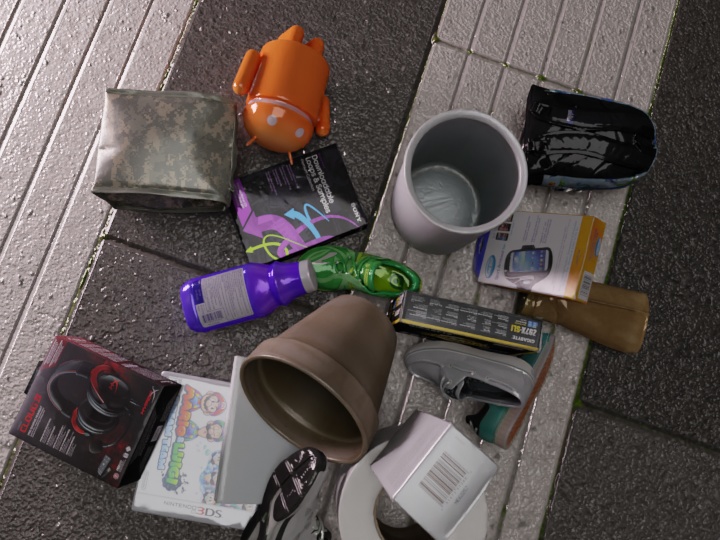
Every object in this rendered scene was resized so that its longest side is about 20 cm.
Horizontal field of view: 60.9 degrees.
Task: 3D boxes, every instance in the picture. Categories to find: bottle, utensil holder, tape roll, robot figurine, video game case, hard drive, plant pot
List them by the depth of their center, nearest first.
[{"bbox_3d":[-0.036,0.133,0.846,0.199,0.200,0.174,38,52,2],"label":"plant pot"},{"bbox_3d":[0.065,0.328,0.862,0.200,0.139,0.206,1,82,-5],"label":"tape roll"},{"bbox_3d":[-0.134,0.234,0.894,0.130,0.026,0.203,11,81,-25],"label":"hard drive"},{"bbox_3d":[0.133,-0.116,0.903,0.167,0.200,0.172,1,81,-4],"label":"utensil holder"},{"bbox_3d":[-0.163,0.031,0.905,0.197,0.065,0.085,-16,87,8],"label":"bottle"},{"bbox_3d":[-0.226,0.265,0.907,0.180,0.024,0.203,11,81,-3],"label":"video game case"},{"bbox_3d":[-0.113,-0.271,0.949,0.115,0.144,0.203,11,79,19],"label":"robot figurine"}]

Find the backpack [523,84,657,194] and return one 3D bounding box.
[{"bbox_3d":[0.363,-0.199,0.973,0.197,0.154,0.165,2,78,18],"label":"backpack"}]

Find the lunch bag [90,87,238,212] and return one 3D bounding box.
[{"bbox_3d":[-0.280,-0.176,0.921,0.197,0.118,0.166,3,80,1],"label":"lunch bag"}]

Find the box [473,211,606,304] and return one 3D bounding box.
[{"bbox_3d":[0.259,-0.026,0.922,0.041,0.199,0.121,17,87,-37],"label":"box"}]

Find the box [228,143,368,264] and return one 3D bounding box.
[{"bbox_3d":[-0.103,-0.100,0.965,0.198,0.036,0.145,-22,84,-9],"label":"box"}]

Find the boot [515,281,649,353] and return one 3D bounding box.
[{"bbox_3d":[0.359,0.021,0.973,0.197,0.066,0.177,15,89,-3],"label":"boot"}]

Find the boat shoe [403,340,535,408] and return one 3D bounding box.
[{"bbox_3d":[0.150,0.158,0.892,0.198,0.073,0.069,11,43,23],"label":"boat shoe"}]

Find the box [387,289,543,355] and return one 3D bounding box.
[{"bbox_3d":[0.143,0.080,0.895,0.197,0.160,0.050,13,81,-3],"label":"box"}]

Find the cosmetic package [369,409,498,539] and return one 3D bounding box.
[{"bbox_3d":[0.077,0.227,0.707,0.074,0.200,0.102,42,81,3],"label":"cosmetic package"}]

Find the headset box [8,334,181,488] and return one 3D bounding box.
[{"bbox_3d":[-0.381,0.191,0.868,0.198,0.075,0.150,23,83,8],"label":"headset box"}]

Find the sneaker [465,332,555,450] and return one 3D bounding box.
[{"bbox_3d":[0.231,0.168,0.933,0.079,0.072,0.201,22,61,30],"label":"sneaker"}]

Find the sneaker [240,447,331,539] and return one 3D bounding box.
[{"bbox_3d":[-0.078,0.337,0.864,0.115,0.076,0.202,22,107,-35],"label":"sneaker"}]

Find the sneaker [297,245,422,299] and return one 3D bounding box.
[{"bbox_3d":[0.000,0.000,0.934,0.197,0.084,0.075,8,81,-3],"label":"sneaker"}]
